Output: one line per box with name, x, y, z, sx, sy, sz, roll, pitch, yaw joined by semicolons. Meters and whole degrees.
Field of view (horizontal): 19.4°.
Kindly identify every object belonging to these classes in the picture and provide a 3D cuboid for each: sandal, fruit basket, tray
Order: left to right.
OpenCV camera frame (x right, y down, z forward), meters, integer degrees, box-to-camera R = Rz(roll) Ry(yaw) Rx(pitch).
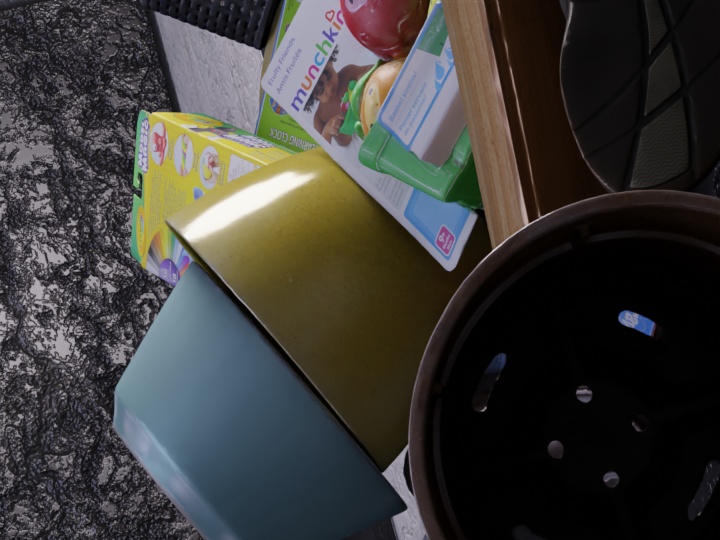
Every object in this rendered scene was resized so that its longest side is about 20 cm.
fruit basket;0.030;-0.130;1.172;0.200;0.094;0.185;44;116;32
tray;0.093;-0.115;1.027;0.037;0.099;0.200;0;106;55
sandal;0.121;-0.115;0.955;0.055;0.082;0.200;54;-164;-57

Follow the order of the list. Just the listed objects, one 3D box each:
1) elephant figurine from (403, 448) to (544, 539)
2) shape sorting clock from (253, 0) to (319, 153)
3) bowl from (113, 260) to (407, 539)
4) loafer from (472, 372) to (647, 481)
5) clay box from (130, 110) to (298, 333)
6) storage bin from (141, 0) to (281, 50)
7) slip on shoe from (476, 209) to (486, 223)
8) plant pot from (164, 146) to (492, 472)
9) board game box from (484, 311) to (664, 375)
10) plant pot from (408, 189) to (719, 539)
elephant figurine;0.096;0.186;1.334;0.200;0.141;0.155;66;153;2
shape sorting clock;-0.012;-0.121;1.395;0.200;0.039;0.200;-16;71;54
bowl;-0.075;0.102;1.277;0.201;0.105;0.201;49;174;7
loafer;0.108;0.097;1.169;0.073;0.071;0.200;51;151;-13
clay box;-0.097;-0.039;1.444;0.200;0.048;0.115;28;116;55
storage bin;-0.073;-0.273;1.486;0.135;0.094;0.200;-66;-3;-65
slip on shoe;0.042;-0.011;1.436;0.061;0.076;0.200;43;156;-30
plant pot;0.000;0.000;1.272;0.200;0.142;0.200;48;174;6
board game box;0.116;0.032;1.167;0.103;0.019;0.200;35;150;19
plant pot;0.117;0.076;0.937;0.198;0.200;0.201;101;155;-85
